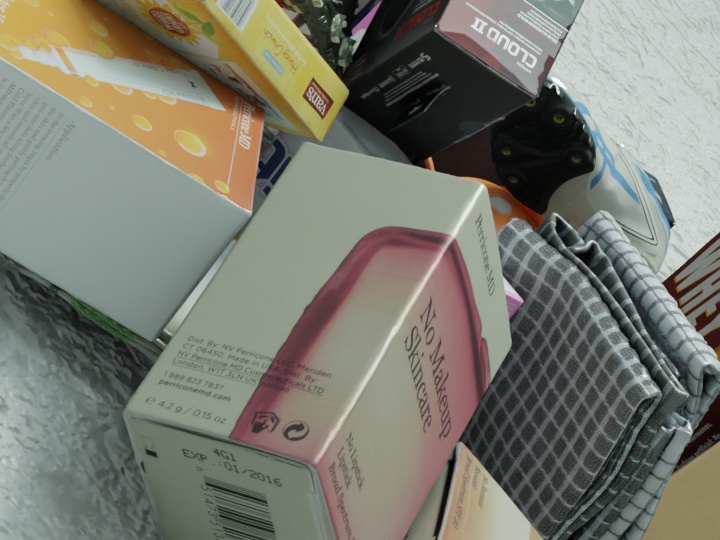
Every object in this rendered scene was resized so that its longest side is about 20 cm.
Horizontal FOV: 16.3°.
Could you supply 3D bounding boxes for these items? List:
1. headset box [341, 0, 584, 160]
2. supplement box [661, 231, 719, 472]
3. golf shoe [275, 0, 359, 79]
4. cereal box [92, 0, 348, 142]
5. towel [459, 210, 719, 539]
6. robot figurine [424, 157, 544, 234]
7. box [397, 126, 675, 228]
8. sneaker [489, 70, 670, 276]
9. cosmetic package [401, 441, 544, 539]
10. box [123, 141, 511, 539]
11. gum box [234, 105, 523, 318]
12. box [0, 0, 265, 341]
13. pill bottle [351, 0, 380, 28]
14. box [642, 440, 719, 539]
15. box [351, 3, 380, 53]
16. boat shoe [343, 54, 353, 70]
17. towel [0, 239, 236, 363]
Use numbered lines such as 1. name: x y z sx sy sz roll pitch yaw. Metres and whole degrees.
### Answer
1. headset box: 0.072 -0.164 1.469 0.077 0.149 0.200 34 68 -14
2. supplement box: 0.299 0.088 1.772 0.200 0.197 0.133 40 21 -20
3. golf shoe: -0.048 -0.166 1.421 0.200 0.088 0.077 52 48 -72
4. cereal box: -0.119 -0.142 1.384 0.200 0.040 0.144 19 -17 35
5. towel: 0.108 0.084 1.440 0.085 0.200 0.166 6 35 -32
6. robot figurine: 0.077 0.024 1.575 0.200 0.144 0.117 51 6 -32
7. box: 0.086 -0.038 1.656 0.200 0.158 0.051 29 30 -38
8. sneaker: 0.134 -0.063 1.539 0.200 0.072 0.073 53 37 -45
9. cosmetic package: 0.073 0.203 1.324 0.200 0.087 0.103 50 26 -20
10. box: -0.016 0.054 1.261 0.200 0.109 0.128 -58 150 -35
11. gum box: 0.000 0.000 1.453 0.066 0.114 0.200 26 19 -41
12. box: -0.160 -0.075 1.304 0.200 0.098 0.124 32 25 -16
13. pill bottle: -0.064 -0.167 1.542 0.111 0.200 0.111 37 -22 17
14. box: 0.297 0.169 1.658 0.164 0.200 0.021 55 2 9
15. box: -0.052 -0.252 1.666 0.176 0.200 0.097 25 -2 -44
16. boat shoe: 0.036 -0.089 1.678 0.202 0.075 0.075 40 53 -50
17. towel: -0.148 -0.020 1.379 0.200 0.031 0.149 34 25 -12
